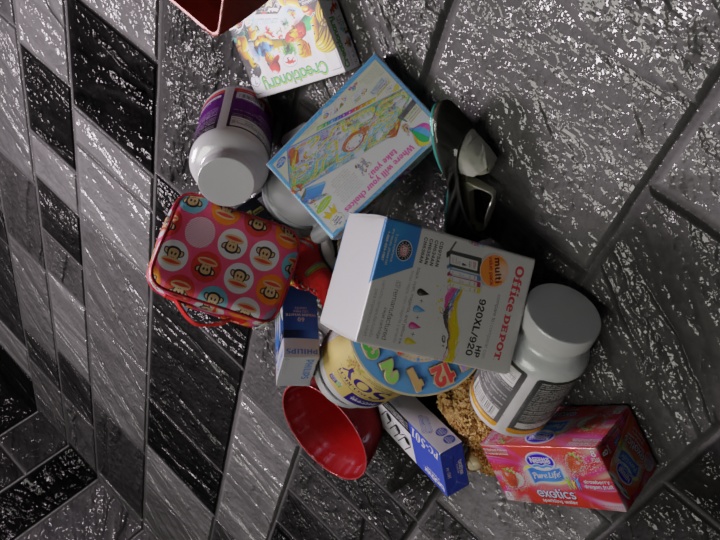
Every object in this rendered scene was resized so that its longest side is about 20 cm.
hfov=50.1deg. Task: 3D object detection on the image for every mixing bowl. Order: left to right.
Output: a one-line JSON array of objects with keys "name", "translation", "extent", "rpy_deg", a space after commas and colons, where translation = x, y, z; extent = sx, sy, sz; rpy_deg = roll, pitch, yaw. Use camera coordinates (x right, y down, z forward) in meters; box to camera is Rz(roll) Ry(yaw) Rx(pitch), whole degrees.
[{"name": "mixing bowl", "translation": [-0.030, 0.257, 1.364], "extent": [0.200, 0.108, 0.200], "rpy_deg": [28, 136, 32]}]

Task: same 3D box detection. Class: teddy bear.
[{"name": "teddy bear", "translation": [0.162, 0.230, 1.169], "extent": [0.145, 0.067, 0.200], "rpy_deg": [10, 124, 46]}]

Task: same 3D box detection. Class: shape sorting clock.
[{"name": "shape sorting clock", "translation": [0.082, 0.071, 1.041], "extent": [0.200, 0.200, 0.039], "rpy_deg": [59, 174, -6]}]

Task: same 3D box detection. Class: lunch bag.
[{"name": "lunch bag", "translation": [-0.198, -0.001, 1.104], "extent": [0.200, 0.176, 0.082], "rpy_deg": [22, 165, -15]}]

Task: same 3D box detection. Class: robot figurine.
[{"name": "robot figurine", "translation": [-0.069, -0.127, 1.106], "extent": [0.200, 0.113, 0.170], "rpy_deg": [-26, 77, 52]}]

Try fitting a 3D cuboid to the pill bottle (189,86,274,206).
[{"name": "pill bottle", "translation": [-0.185, -0.178, 1.113], "extent": [0.112, 0.200, 0.113], "rpy_deg": [-1, 128, -1]}]

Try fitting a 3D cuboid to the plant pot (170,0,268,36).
[{"name": "plant pot", "translation": [-0.157, -0.434, 0.913], "extent": [0.200, 0.176, 0.200], "rpy_deg": [42, 141, 16]}]

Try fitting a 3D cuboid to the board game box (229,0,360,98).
[{"name": "board game box", "translation": [-0.098, -0.317, 1.056], "extent": [0.200, 0.035, 0.126], "rpy_deg": [-2, 117, 48]}]

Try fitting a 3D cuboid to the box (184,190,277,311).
[{"name": "box", "translation": [-0.215, -0.037, 1.262], "extent": [0.051, 0.200, 0.158], "rpy_deg": [44, 142, 9]}]

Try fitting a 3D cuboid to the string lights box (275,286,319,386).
[{"name": "string lights box", "translation": [-0.104, 0.075, 1.242], "extent": [0.103, 0.059, 0.200], "rpy_deg": [110, 160, -53]}]

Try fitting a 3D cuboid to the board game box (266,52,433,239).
[{"name": "board game box", "translation": [-0.005, -0.155, 0.982], "extent": [0.200, 0.034, 0.134], "rpy_deg": [-43, 82, 13]}]

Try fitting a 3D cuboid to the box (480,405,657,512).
[{"name": "box", "translation": [0.275, 0.249, 1.036], "extent": [0.200, 0.095, 0.100], "rpy_deg": [-14, 107, 51]}]

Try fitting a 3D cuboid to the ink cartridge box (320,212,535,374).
[{"name": "ink cartridge box", "translation": [0.079, 0.027, 0.934], "extent": [0.145, 0.200, 0.147], "rpy_deg": [-166, 90, -70]}]

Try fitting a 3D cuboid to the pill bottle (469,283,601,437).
[{"name": "pill bottle", "translation": [0.220, 0.115, 0.978], "extent": [0.116, 0.116, 0.200], "rpy_deg": [39, 140, 20]}]

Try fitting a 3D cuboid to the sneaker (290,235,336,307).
[{"name": "sneaker", "translation": [-0.071, 0.018, 1.175], "extent": [0.200, 0.085, 0.077], "rpy_deg": [-112, 17, -52]}]

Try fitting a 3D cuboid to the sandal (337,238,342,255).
[{"name": "sandal", "translation": [0.000, 0.000, 1.100], "extent": [0.054, 0.200, 0.080], "rpy_deg": [-5, 147, 16]}]

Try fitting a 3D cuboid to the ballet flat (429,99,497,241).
[{"name": "ballet flat", "translation": [0.134, -0.117, 0.942], "extent": [0.068, 0.068, 0.200], "rpy_deg": [13, 138, 29]}]

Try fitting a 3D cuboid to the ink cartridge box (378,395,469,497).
[{"name": "ink cartridge box", "translation": [0.095, 0.261, 1.231], "extent": [0.200, 0.044, 0.094], "rpy_deg": [39, 147, 52]}]

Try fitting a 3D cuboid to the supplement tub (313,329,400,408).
[{"name": "supplement tub", "translation": [0.024, 0.127, 1.174], "extent": [0.145, 0.145, 0.200], "rpy_deg": [53, 143, 2]}]
